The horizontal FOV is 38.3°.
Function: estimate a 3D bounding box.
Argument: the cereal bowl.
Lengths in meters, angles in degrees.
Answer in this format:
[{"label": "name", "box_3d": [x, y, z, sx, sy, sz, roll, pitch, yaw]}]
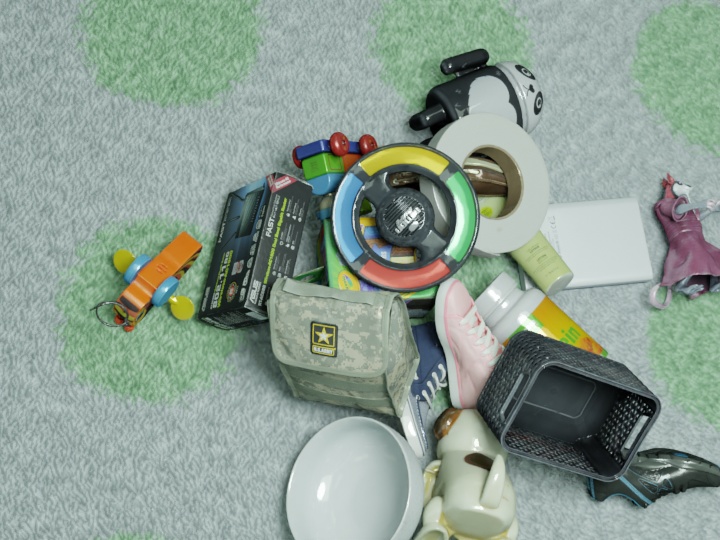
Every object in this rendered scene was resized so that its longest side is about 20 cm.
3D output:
[{"label": "cereal bowl", "box_3d": [0.003, 0.299, 1.367, 0.200, 0.083, 0.200, -17, 58, 29]}]

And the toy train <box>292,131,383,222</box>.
[{"label": "toy train", "box_3d": [-0.006, -0.131, 1.493, 0.200, 0.085, 0.116, -6, 83, -55]}]

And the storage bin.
[{"label": "storage bin", "box_3d": [0.271, 0.177, 1.353, 0.200, 0.094, 0.135, 19, 106, -23]}]

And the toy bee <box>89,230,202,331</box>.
[{"label": "toy bee", "box_3d": [-0.305, 0.028, 1.432, 0.200, 0.109, 0.131, -21, 68, -38]}]

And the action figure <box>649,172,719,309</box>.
[{"label": "action figure", "box_3d": [0.491, -0.052, 1.575, 0.149, 0.134, 0.200, -31, 62, 27]}]

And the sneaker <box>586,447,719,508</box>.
[{"label": "sneaker", "box_3d": [0.417, 0.295, 1.472, 0.199, 0.073, 0.082, 6, 90, 0]}]

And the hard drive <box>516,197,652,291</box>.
[{"label": "hard drive", "box_3d": [0.332, -0.039, 1.568, 0.199, 0.025, 0.132, -5, 75, -9]}]

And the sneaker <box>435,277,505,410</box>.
[{"label": "sneaker", "box_3d": [0.168, 0.103, 1.413, 0.075, 0.104, 0.201, -41, 126, -52]}]

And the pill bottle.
[{"label": "pill bottle", "box_3d": [0.249, 0.097, 1.473, 0.200, 0.111, 0.111, 43, 73, 5]}]

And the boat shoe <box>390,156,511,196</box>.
[{"label": "boat shoe", "box_3d": [0.125, -0.123, 1.515, 0.202, 0.075, 0.075, 7, 65, 0]}]

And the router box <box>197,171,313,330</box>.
[{"label": "router box", "box_3d": [-0.146, -0.024, 1.427, 0.062, 0.150, 0.200, 22, 70, -28]}]

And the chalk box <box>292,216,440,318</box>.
[{"label": "chalk box", "box_3d": [0.000, 0.000, 1.459, 0.199, 0.125, 0.124, -2, 75, -10]}]

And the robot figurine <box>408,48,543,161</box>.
[{"label": "robot figurine", "box_3d": [0.177, -0.236, 1.549, 0.200, 0.150, 0.125, -23, 45, -13]}]

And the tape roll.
[{"label": "tape roll", "box_3d": [0.176, -0.120, 1.455, 0.202, 0.037, 0.203, 4, 81, -27]}]

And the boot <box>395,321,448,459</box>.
[{"label": "boot", "box_3d": [0.085, 0.159, 1.430, 0.090, 0.073, 0.200, -12, 60, -4]}]

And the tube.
[{"label": "tube", "box_3d": [0.232, -0.051, 1.521, 0.058, 0.052, 0.200, -13, 56, -37]}]

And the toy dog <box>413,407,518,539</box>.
[{"label": "toy dog", "box_3d": [0.141, 0.273, 1.377, 0.139, 0.194, 0.200, 6, 38, 2]}]

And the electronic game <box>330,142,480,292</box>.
[{"label": "electronic game", "box_3d": [0.059, -0.070, 1.376, 0.199, 0.042, 0.201, 0, 88, 6]}]

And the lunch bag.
[{"label": "lunch bag", "box_3d": [-0.023, 0.091, 1.337, 0.164, 0.200, 0.118, 8, 55, 19]}]
